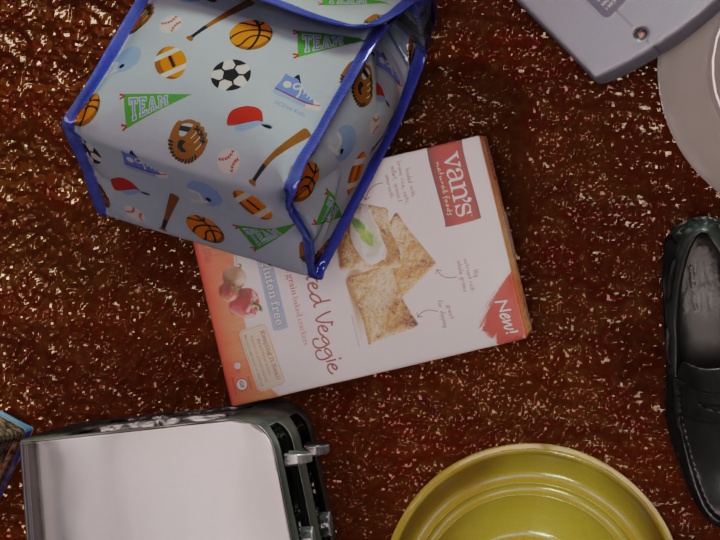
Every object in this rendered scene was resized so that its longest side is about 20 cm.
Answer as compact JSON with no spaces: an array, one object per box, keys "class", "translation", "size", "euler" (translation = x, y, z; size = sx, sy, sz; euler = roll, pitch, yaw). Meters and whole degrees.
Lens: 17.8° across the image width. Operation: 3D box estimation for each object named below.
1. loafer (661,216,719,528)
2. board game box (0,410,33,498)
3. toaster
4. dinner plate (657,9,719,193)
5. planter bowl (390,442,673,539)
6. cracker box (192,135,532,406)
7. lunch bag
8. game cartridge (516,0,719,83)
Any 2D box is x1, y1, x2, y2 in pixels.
[{"class":"loafer","translation":[0.223,0.066,1.452],"size":[0.068,0.070,0.201],"euler":[-7,91,9]},{"class":"board game box","translation":[-0.323,0.117,1.468],"size":[0.159,0.200,0.097],"euler":[27,95,6]},{"class":"toaster","translation":[-0.119,0.152,1.454],"size":[0.199,0.181,0.119],"euler":[-7,89,7]},{"class":"dinner plate","translation":[0.288,-0.129,1.459],"size":[0.199,0.024,0.201],"euler":[0,91,9]},{"class":"planter bowl","translation":[0.107,0.215,1.469],"size":[0.200,0.083,0.201],"euler":[0,93,9]},{"class":"cracker box","translation":[0.000,0.000,1.489],"size":[0.199,0.058,0.134],"euler":[-14,90,8]},{"class":"lunch bag","translation":[-0.064,-0.120,1.439],"size":[0.170,0.124,0.200],"euler":[19,60,20]},{"class":"game cartridge","translation":[0.189,-0.221,1.453],"size":[0.200,0.041,0.133],"euler":[-44,73,8]}]
